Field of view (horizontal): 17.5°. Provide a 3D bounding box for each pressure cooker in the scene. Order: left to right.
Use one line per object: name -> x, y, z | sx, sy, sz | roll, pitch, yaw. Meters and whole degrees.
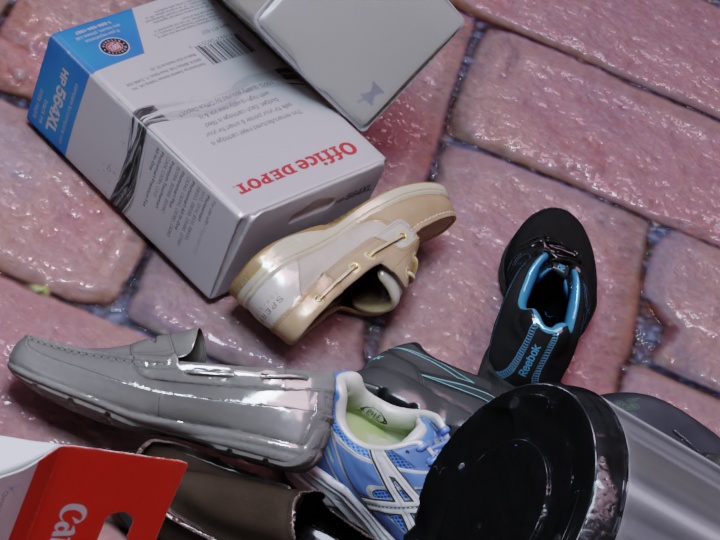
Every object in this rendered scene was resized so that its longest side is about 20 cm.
pressure cooker -> 0.147, 0.172, 1.330 | 0.200, 0.176, 0.179 | 31, 60, -30

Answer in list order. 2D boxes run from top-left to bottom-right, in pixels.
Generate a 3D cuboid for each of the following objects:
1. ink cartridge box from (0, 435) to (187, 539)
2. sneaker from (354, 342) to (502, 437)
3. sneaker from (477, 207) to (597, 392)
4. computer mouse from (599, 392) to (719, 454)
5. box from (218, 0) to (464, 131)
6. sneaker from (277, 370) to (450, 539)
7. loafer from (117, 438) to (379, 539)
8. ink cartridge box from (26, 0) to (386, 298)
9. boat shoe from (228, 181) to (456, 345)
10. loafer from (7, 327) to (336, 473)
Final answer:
ink cartridge box -> -0.208, 0.150, 1.225 | 0.200, 0.163, 0.057 | 13, 43, -13
sneaker -> 0.086, 0.108, 1.485 | 0.200, 0.075, 0.079 | 33, 38, 10
sneaker -> 0.134, 0.013, 1.606 | 0.073, 0.082, 0.200 | 19, 39, -3
computer mouse -> 0.222, 0.136, 1.539 | 0.200, 0.053, 0.139 | 31, 41, 7
box -> -0.037, -0.206, 1.655 | 0.128, 0.109, 0.200 | 43, 1, -35
sneaker -> 0.040, 0.137, 1.429 | 0.200, 0.077, 0.076 | 32, 39, 5
loafer -> -0.051, 0.147, 1.376 | 0.200, 0.071, 0.073 | 25, 40, 1
ink cartridge box -> -0.106, -0.090, 1.597 | 0.146, 0.084, 0.200 | -24, 60, -43
boat shoe -> 0.000, 0.000, 1.571 | 0.200, 0.074, 0.069 | -26, 72, -41
loafer -> -0.112, 0.067, 1.412 | 0.200, 0.070, 0.070 | 15, 80, 3
